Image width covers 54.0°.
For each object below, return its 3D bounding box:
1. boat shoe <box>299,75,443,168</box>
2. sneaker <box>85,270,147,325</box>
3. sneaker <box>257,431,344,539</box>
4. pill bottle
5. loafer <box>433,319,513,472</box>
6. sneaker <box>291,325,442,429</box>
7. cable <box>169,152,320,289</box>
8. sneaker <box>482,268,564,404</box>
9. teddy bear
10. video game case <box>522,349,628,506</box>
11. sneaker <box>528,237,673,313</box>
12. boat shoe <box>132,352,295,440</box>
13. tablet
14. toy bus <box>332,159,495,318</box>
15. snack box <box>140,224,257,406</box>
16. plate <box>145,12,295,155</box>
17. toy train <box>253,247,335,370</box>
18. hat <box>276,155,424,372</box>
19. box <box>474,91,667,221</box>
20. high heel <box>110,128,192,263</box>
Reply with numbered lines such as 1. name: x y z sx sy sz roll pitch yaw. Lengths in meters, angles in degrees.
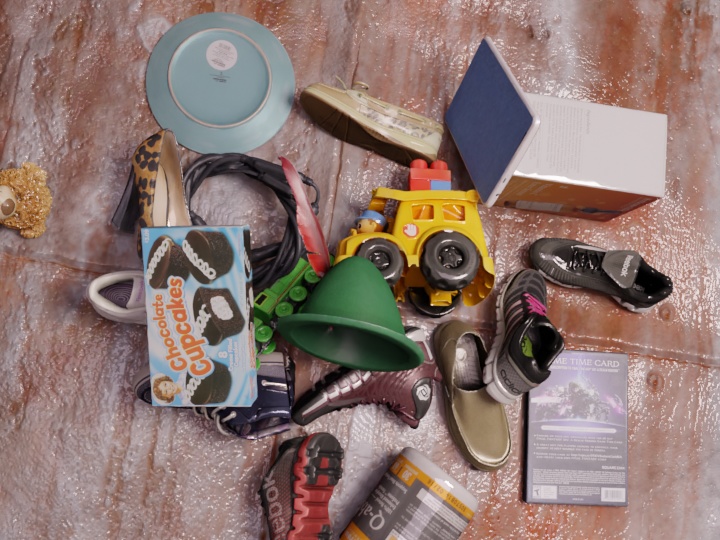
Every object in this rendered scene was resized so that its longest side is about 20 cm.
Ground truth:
1. boat shoe: 0.015 -0.202 0.937 0.199 0.073 0.063 25 74 -15
2. sneaker: -0.232 0.043 0.855 0.198 0.100 0.076 5 80 -8
3. sneaker: -0.080 0.293 0.846 0.071 0.097 0.202 23 70 -44
4. pill bottle: 0.043 0.325 0.847 0.116 0.116 0.201 38 79 -1
5. loafer: 0.144 0.162 0.905 0.075 0.067 0.202 -19 85 -9
6. sneaker: 0.019 0.165 0.887 0.199 0.076 0.116 -32 95 -7
7. cable: -0.157 -0.068 0.898 0.198 0.051 0.165 19 87 10
8. sneaker: 0.216 0.072 0.886 0.074 0.087 0.201 39 50 -18
9. teddy bear: -0.484 -0.095 0.856 0.199 0.067 0.146 27 83 -3
10. video game case: 0.289 0.208 0.943 0.141 0.019 0.202 4 81 -7
11. sneaker: 0.325 -0.004 0.936 0.198 0.091 0.067 21 75 -5
12. boat shoe: -0.172 0.155 0.845 0.198 0.075 0.093 -6 47 -8
13. tablet: 0.158 -0.188 0.877 0.014 0.131 0.201 9 42 -21
14. toy bus: 0.059 -0.048 0.897 0.198 0.136 0.194 -1 70 -5
15. snack box: -0.179 0.051 0.791 0.115 0.037 0.202 -1 97 6
16. plate: -0.185 -0.252 0.936 0.198 0.026 0.202 1 83 -6
17. toy train: -0.101 0.043 0.877 0.056 0.042 0.200 26 57 20
18. hat: 0.000 0.000 0.792 0.164 0.200 0.178 2 66 22
19. box: 0.266 -0.141 0.916 0.198 0.152 0.107 7 81 -6
20. high heel: -0.214 -0.072 0.839 0.199 0.071 0.143 36 107 25
